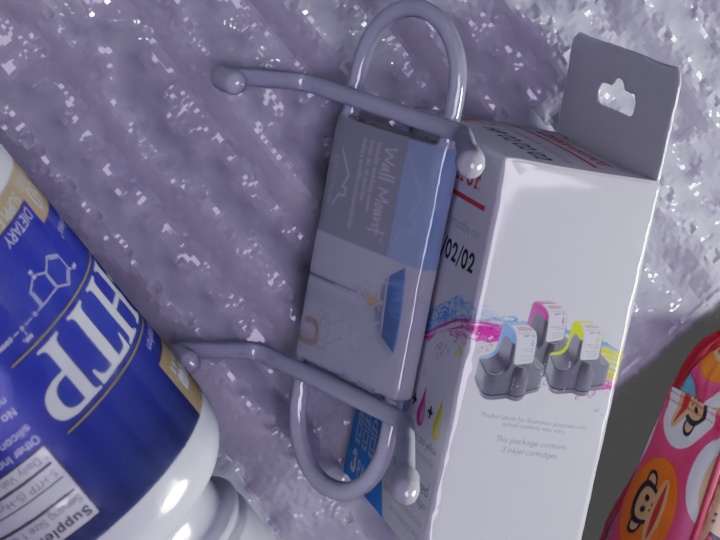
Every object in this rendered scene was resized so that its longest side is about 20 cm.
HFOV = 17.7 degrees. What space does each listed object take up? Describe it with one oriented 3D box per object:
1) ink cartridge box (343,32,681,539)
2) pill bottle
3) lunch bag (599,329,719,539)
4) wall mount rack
[{"bbox_3d":[0.056,0.006,0.913,0.068,0.115,0.201,8,100,-18],"label":"ink cartridge box"},{"bbox_3d":[-0.124,0.060,0.873,0.120,0.120,0.200,-39,111,-4],"label":"pill bottle"},{"bbox_3d":[0.194,0.137,1.001,0.176,0.082,0.201,21,96,-20],"label":"lunch bag"},{"bbox_3d":[0.000,0.000,0.865,0.074,0.174,0.201,1,104,-40],"label":"wall mount rack"}]
